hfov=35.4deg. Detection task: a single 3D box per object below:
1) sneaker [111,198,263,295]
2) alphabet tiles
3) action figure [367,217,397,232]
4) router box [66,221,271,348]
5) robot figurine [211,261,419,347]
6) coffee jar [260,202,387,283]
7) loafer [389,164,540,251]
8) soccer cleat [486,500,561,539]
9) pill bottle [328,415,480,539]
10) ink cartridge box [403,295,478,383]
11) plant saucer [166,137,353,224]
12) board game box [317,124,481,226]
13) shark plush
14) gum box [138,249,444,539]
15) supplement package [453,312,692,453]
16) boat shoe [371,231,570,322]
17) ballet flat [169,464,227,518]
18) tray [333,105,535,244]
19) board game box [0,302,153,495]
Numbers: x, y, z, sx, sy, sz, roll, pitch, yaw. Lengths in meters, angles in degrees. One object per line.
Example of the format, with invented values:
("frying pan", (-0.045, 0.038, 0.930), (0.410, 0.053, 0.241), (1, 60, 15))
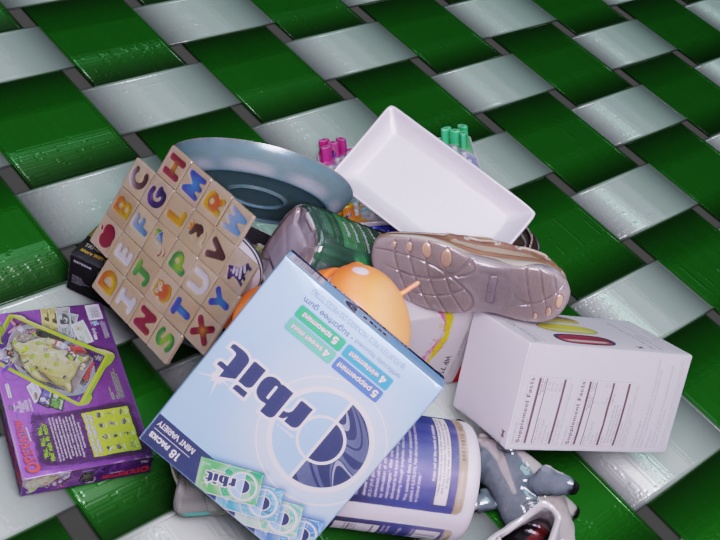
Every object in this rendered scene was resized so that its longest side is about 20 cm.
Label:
("sneaker", (-0.158, -0.041, 1.131), (0.199, 0.079, 0.079), (26, 36, 32))
("alphabet tiles", (-0.182, -0.017, 1.079), (0.200, 0.167, 0.006), (40, 14, 32))
("action figure", (0.070, -0.018, 1.320), (0.198, 0.099, 0.066), (-4, 44, 8))
("router box", (-0.185, -0.003, 1.204), (0.199, 0.052, 0.158), (24, 41, 6))
("robot figurine", (-0.039, 0.058, 1.039), (0.144, 0.199, 0.117), (-8, 86, -63))
("coffee jar", (0.000, 0.000, 1.199), (0.199, 0.104, 0.086), (13, 38, -38))
("loafer", (0.103, -0.057, 1.237), (0.199, 0.071, 0.073), (26, 81, 8))
("soccer cleat", (0.107, 0.276, 0.976), (0.069, 0.085, 0.200), (40, 56, 22))
("pill bottle", (0.000, 0.180, 1.032), (0.199, 0.111, 0.111), (10, 42, -11))
("ink cartridge box", (0.067, 0.062, 1.182), (0.199, 0.117, 0.067), (-7, 47, -27))
("plant saucer", (-0.108, -0.086, 1.181), (0.199, 0.200, 0.028), (13, 75, -7))
("board game box", (0.048, -0.118, 1.367), (0.198, 0.026, 0.200), (-6, 33, -1))
("shark plush", (0.129, 0.204, 1.095), (0.200, 0.091, 0.083), (39, 75, 14))
("gum box", (-0.057, 0.114, 0.942), (0.170, 0.200, 0.045), (40, 9, -2))
("supplement package", (0.213, 0.112, 1.144), (0.199, 0.110, 0.114), (6, 14, -27))
("boat shoe", (0.109, 0.000, 1.125), (0.199, 0.076, 0.072), (15, 26, 4))
("ballet flat", (-0.149, 0.144, 1.056), (0.063, 0.068, 0.201), (-15, 41, 8))
("tray", (0.075, -0.078, 1.195), (0.200, 0.022, 0.108), (38, 79, 13))
("board game box", (-0.279, 0.114, 1.061), (0.119, 0.032, 0.201), (-2, 45, -29))
